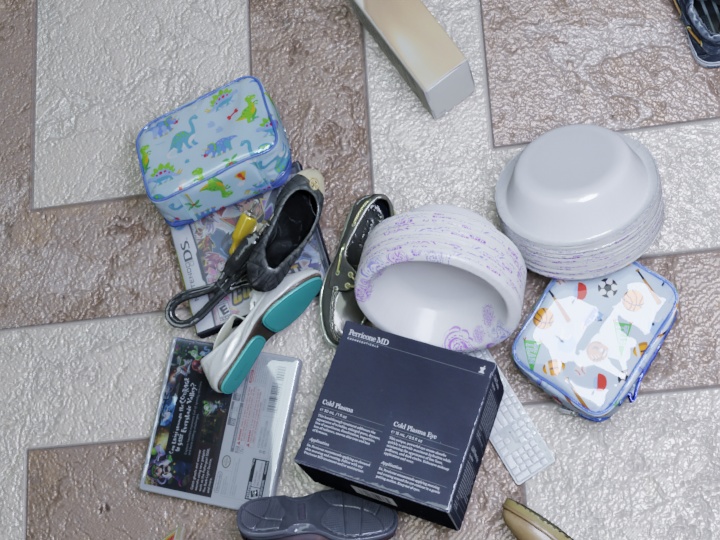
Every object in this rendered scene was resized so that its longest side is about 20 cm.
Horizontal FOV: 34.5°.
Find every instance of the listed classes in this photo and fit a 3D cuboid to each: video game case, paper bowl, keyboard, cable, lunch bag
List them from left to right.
[{"bbox_3d":[-0.195,-0.161,1.544,0.198,0.083,0.162,-25,54,4],"label":"lunch bag"},{"bbox_3d":[-0.179,0.198,1.491,0.179,0.023,0.203,8,78,14],"label":"video game case"},{"bbox_3d":[-0.164,0.010,1.512,0.097,0.050,0.200,42,99,2],"label":"cable"},{"bbox_3d":[-0.147,-0.028,1.540,0.197,0.026,0.183,-20,72,7],"label":"video game case"},{"bbox_3d":[0.098,0.001,1.377,0.197,0.202,0.105,6,53,14],"label":"paper bowl"},{"bbox_3d":[0.164,0.163,1.429,0.056,0.011,0.202,-32,71,3],"label":"keyboard"},{"bbox_3d":[0.258,-0.095,1.385,0.197,0.105,0.203,-12,46,12],"label":"paper bowl"},{"bbox_3d":[0.283,0.077,1.392,0.159,0.076,0.201,33,84,16],"label":"lunch bag"}]

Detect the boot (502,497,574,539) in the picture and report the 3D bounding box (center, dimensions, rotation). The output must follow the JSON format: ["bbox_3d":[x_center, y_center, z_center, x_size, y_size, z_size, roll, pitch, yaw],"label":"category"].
[{"bbox_3d":[0.187,0.392,1.336,0.174,0.066,0.201,35,86,19],"label":"boot"}]

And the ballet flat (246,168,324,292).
[{"bbox_3d":[-0.085,-0.054,1.466,0.066,0.057,0.202,36,53,-17],"label":"ballet flat"}]

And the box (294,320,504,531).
[{"bbox_3d":[0.050,0.184,1.382,0.197,0.104,0.184,15,71,19],"label":"box"}]

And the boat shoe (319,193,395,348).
[{"bbox_3d":[-0.003,-0.001,1.473,0.071,0.060,0.205,17,78,-14],"label":"boat shoe"}]

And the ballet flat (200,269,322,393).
[{"bbox_3d":[-0.133,0.064,1.473,0.069,0.069,0.201,40,89,19],"label":"ballet flat"}]

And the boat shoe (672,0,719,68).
[{"bbox_3d":[0.427,-0.363,1.464,0.070,0.091,0.203,-18,72,7],"label":"boat shoe"}]

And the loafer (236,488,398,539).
[{"bbox_3d":[-0.051,0.313,1.420,0.196,0.064,0.073,0,47,3],"label":"loafer"}]

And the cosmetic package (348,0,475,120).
[{"bbox_3d":[0.064,-0.308,1.526,0.071,0.105,0.201,-35,73,1],"label":"cosmetic package"}]

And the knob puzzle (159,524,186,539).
[{"bbox_3d":[-0.295,0.383,1.379,0.218,0.220,0.031,-35,98,2],"label":"knob puzzle"}]
